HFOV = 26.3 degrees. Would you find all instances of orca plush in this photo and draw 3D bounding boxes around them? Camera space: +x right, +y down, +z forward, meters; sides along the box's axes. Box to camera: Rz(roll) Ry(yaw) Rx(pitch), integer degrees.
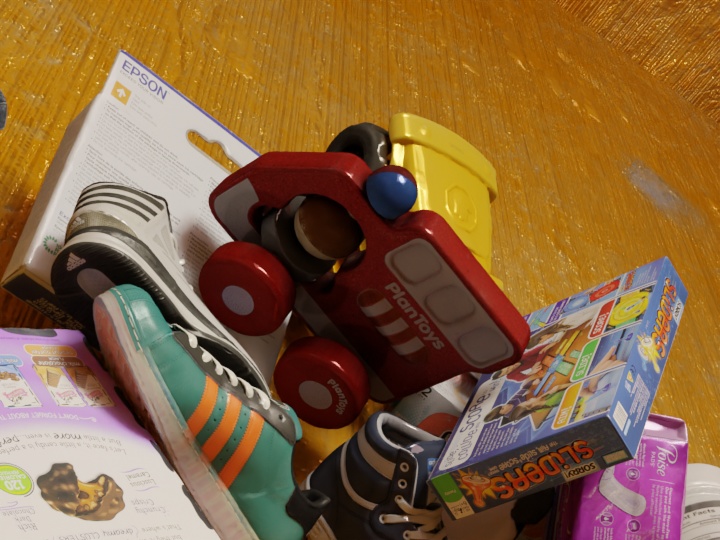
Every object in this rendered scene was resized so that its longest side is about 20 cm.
[{"bbox_3d":[0.094,0.142,1.131,0.071,0.104,0.202,65,25,-58],"label":"orca plush"}]

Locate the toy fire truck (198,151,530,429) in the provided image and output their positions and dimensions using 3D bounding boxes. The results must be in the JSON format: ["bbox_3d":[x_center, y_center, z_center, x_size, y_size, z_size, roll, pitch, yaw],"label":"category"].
[{"bbox_3d":[0.000,0.000,1.022,0.200,0.167,0.112,52,42,-14],"label":"toy fire truck"}]

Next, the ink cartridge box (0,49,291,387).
[{"bbox_3d":[-0.128,-0.019,1.059,0.196,0.043,0.201,37,46,-25],"label":"ink cartridge box"}]

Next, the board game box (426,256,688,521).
[{"bbox_3d":[0.132,0.073,1.005,0.035,0.135,0.200,56,33,-14],"label":"board game box"}]

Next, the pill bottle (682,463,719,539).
[{"bbox_3d":[0.285,0.253,1.230,0.113,0.114,0.201,30,24,-21],"label":"pill bottle"}]

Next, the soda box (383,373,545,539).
[{"bbox_3d":[0.109,0.153,1.208,0.200,0.064,0.068,38,22,-2],"label":"soda box"}]

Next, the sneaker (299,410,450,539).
[{"bbox_3d":[0.043,0.182,0.990,0.070,0.109,0.200,3,42,-54],"label":"sneaker"}]

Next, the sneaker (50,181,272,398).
[{"bbox_3d":[-0.111,0.021,0.969,0.201,0.075,0.116,54,22,-32],"label":"sneaker"}]

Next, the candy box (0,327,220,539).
[{"bbox_3d":[-0.176,0.123,0.811,0.167,0.072,0.200,6,39,-53],"label":"candy box"}]

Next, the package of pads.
[{"bbox_3d":[0.170,0.178,1.062,0.075,0.122,0.200,8,-19,2],"label":"package of pads"}]

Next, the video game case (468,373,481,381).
[{"bbox_3d":[0.151,0.122,1.283,0.182,0.024,0.200,39,0,-6],"label":"video game case"}]

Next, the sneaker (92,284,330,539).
[{"bbox_3d":[-0.086,0.084,0.909,0.071,0.080,0.201,23,-38,60],"label":"sneaker"}]

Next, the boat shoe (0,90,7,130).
[{"bbox_3d":[-0.280,-0.092,1.044,0.090,0.071,0.201,18,29,-33],"label":"boat shoe"}]

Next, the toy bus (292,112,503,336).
[{"bbox_3d":[0.012,0.009,1.195,0.135,0.199,0.193,26,45,-41],"label":"toy bus"}]
